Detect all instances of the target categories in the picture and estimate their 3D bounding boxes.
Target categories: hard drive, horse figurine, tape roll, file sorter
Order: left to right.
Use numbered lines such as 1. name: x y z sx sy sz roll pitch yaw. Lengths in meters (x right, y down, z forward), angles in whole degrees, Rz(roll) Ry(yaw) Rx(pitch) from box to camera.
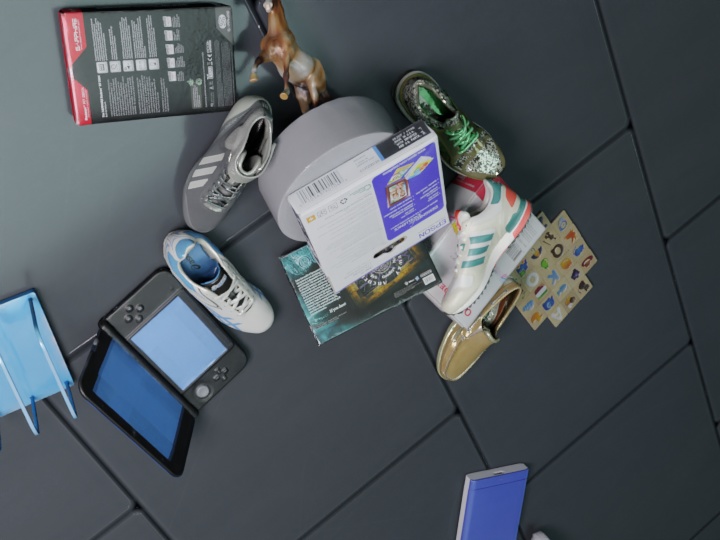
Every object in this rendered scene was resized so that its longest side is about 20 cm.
1. file sorter: -0.454 0.140 0.953 0.197 0.122 0.141 -23 117 -18
2. horse figurine: -0.080 -0.245 1.017 0.049 0.135 0.200 -15 144 26
3. tape roll: -0.032 -0.128 1.043 0.197 0.067 0.201 -26 156 -13
4. hard drive: 0.240 0.463 1.494 0.129 0.025 0.205 -4 110 -27

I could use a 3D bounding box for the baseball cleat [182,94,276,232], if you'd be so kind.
1. baseball cleat: -0.166 -0.117 0.991 0.069 0.107 0.202 16 117 -26

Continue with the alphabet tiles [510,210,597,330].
1. alphabet tiles: 0.321 0.001 1.374 0.167 0.006 0.200 -47 122 -5

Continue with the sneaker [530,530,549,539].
1. sneaker: 0.320 0.606 1.560 0.113 0.075 0.204 -14 118 -25

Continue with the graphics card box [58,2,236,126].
1. graphics card box: -0.247 -0.248 0.956 0.196 0.051 0.128 -11 114 -23

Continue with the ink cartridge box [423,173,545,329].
1. ink cartridge box: 0.163 -0.039 1.228 0.201 0.086 0.147 -49 121 -1

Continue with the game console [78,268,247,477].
1. game console: -0.249 0.133 1.060 0.170 0.118 0.201 -42 122 -7

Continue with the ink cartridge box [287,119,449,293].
1. ink cartridge box: 0.019 -0.078 1.048 0.196 0.044 0.201 -31 149 -6

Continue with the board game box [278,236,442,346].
1. board game box: 0.000 0.000 1.136 0.197 0.028 0.138 -26 87 -5

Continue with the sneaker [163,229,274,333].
1. sneaker: -0.185 0.024 1.080 0.072 0.072 0.200 -47 124 -5

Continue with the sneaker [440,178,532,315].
1. sneaker: 0.156 -0.037 1.149 0.093 0.070 0.202 34 93 -12

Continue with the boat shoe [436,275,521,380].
1. boat shoe: 0.192 0.097 1.298 0.071 0.076 0.203 20 102 -34

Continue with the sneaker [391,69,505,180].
1. sneaker: 0.126 -0.196 1.119 0.199 0.089 0.077 39 95 -11
